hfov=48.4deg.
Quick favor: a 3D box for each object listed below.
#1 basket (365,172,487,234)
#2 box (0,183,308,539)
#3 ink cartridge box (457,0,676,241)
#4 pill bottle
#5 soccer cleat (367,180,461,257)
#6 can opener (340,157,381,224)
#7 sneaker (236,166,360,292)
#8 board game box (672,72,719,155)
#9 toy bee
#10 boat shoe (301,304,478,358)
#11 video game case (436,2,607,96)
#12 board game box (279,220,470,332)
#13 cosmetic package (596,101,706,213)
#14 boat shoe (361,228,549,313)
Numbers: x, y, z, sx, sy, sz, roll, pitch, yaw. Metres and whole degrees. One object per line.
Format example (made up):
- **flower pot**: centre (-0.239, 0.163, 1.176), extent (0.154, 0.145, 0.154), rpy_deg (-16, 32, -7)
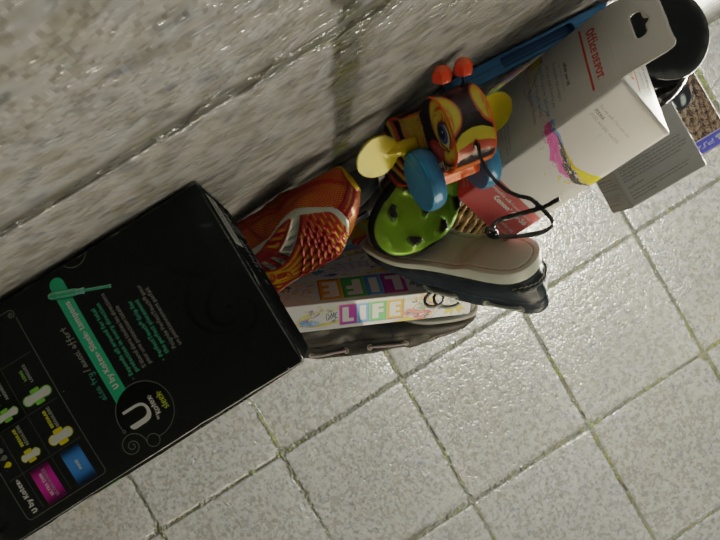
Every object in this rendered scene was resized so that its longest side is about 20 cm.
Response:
- **basket**: centre (0.078, -0.100, 0.956), extent (0.141, 0.151, 0.200), rpy_deg (4, 150, -23)
- **box**: centre (-0.148, 0.055, 0.517), extent (0.199, 0.125, 0.149), rpy_deg (-32, 179, -3)
- **ink cartridge box**: centre (0.174, -0.128, 0.653), extent (0.199, 0.067, 0.117), rpy_deg (-35, -149, 33)
- **pill bottle**: centre (0.262, -0.206, 0.812), extent (0.111, 0.113, 0.200), rpy_deg (-31, -179, -7)
- **soccer cleat**: centre (0.059, -0.072, 0.749), extent (0.081, 0.068, 0.200), rpy_deg (-25, -161, 49)
- **can opener**: centre (-0.070, -0.039, 0.737), extent (0.199, 0.054, 0.067), rpy_deg (-31, 167, 9)
- **sneaker**: centre (-0.074, -0.024, 0.688), extent (0.198, 0.073, 0.078), rpy_deg (-20, -147, 36)
- **board game box**: centre (0.369, -0.221, 1.086), extent (0.158, 0.201, 0.097), rpy_deg (-31, 180, 11)
- **toy bee**: centre (0.072, -0.105, 0.595), extent (0.130, 0.110, 0.199), rpy_deg (-31, -152, -35)
- **boat shoe**: centre (0.021, 0.054, 0.821), extent (0.197, 0.058, 0.067), rpy_deg (-3, -142, -5)
- **video game case**: centre (0.124, -0.175, 0.743), extent (0.199, 0.018, 0.143), rpy_deg (-32, -179, -27)
- **board game box**: centre (0.000, 0.000, 0.814), extent (0.197, 0.035, 0.135), rpy_deg (-6, -143, -8)
- **cosmetic package**: centre (0.312, -0.185, 0.967), extent (0.107, 0.202, 0.085), rpy_deg (-28, 179, 1)
- **boat shoe**: centre (0.084, -0.004, 0.733), extent (0.198, 0.062, 0.075), rpy_deg (8, -136, 40)
